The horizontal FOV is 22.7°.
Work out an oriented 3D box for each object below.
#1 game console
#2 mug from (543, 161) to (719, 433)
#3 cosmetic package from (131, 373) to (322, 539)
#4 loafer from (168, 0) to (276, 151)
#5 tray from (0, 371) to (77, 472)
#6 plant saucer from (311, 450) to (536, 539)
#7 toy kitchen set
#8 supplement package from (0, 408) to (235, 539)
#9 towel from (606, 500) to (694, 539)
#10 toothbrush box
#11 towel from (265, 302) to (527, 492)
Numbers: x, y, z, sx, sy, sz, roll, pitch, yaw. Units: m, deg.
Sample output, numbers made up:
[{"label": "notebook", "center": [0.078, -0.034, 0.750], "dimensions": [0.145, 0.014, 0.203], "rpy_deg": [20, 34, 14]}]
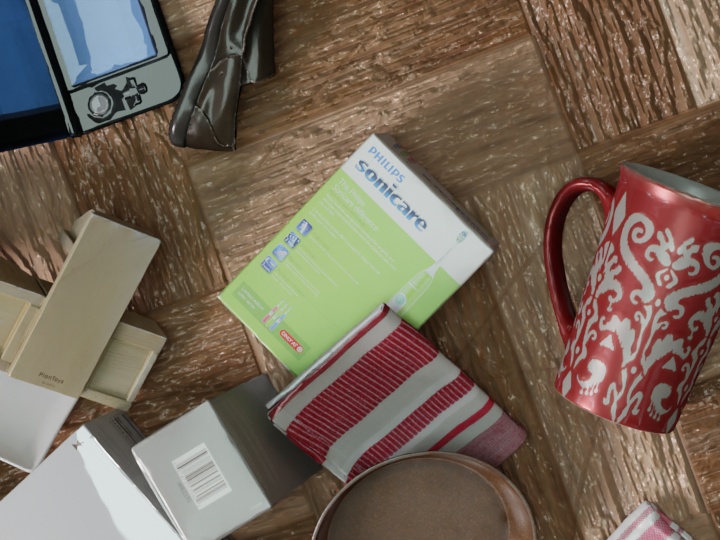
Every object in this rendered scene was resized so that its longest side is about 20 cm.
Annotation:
[{"label": "game console", "center": [-0.272, -0.220, 1.579], "dimensions": [0.170, 0.118, 0.200], "rpy_deg": [-19, 91, 11]}, {"label": "mug", "center": [0.239, 0.018, 1.521], "dimensions": [0.133, 0.178, 0.200], "rpy_deg": [13, 102, -28]}, {"label": "cosmetic package", "center": [-0.110, 0.161, 1.534], "dimensions": [0.090, 0.200, 0.107], "rpy_deg": [-32, 85, 8]}, {"label": "loafer", "center": [-0.104, -0.194, 1.582], "dimensions": [0.071, 0.073, 0.200], "rpy_deg": [22, 102, -2]}, {"label": "tray", "center": [-0.361, 0.107, 1.644], "dimensions": [0.200, 0.022, 0.107], "rpy_deg": [22, 60, 8]}, {"label": "plant saucer", "center": [0.053, 0.240, 1.562], "dimensions": [0.200, 0.034, 0.201], "rpy_deg": [-3, 112, -7]}, {"label": "toy kitchen set", "center": [-0.281, -0.007, 1.618], "dimensions": [0.200, 0.180, 0.163], "rpy_deg": [23, 103, -32]}, {"label": "supplement package", "center": [-0.220, 0.253, 1.603], "dimensions": [0.156, 0.111, 0.200], "rpy_deg": [-42, 86, 9]}, {"label": "towel", "center": [0.274, 0.316, 1.562], "dimensions": [0.200, 0.030, 0.146], "rpy_deg": [41, 98, 5]}, {"label": "toothbrush box", "center": [0.000, 0.000, 1.561], "dimensions": [0.146, 0.086, 0.200], "rpy_deg": [44, 101, 2]}, {"label": "towel", "center": [0.033, 0.133, 1.543], "dimensions": [0.144, 0.023, 0.200], "rpy_deg": [-42, 120, 9]}]
